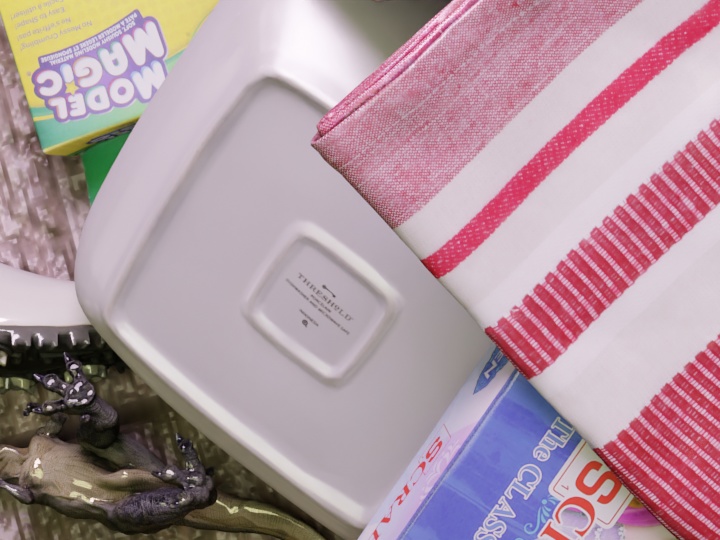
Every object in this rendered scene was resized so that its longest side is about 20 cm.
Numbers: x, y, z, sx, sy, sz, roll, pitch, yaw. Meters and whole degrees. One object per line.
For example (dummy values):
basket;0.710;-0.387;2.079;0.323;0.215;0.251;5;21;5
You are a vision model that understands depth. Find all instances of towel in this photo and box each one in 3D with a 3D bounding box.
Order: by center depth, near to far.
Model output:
towel;0.103;-0.015;0.652;0.144;0.023;0.200;-42;103;3

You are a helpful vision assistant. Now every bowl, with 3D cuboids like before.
bowl;0.000;0.000;0.770;0.200;0.075;0.200;39;122;2

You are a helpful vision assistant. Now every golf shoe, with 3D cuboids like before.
golf shoe;-0.179;-0.001;0.862;0.200;0.077;0.088;6;75;4

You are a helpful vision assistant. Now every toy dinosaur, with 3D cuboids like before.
toy dinosaur;-0.086;0.081;0.844;0.200;0.088;0.048;15;60;10

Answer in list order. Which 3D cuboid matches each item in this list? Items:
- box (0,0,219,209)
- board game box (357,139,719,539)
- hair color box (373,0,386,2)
box;-0.088;-0.130;0.854;0.117;0.048;0.200;-19;89;11
board game box;0.117;0.091;0.708;0.199;0.041;0.200;32;97;-12
hair color box;0.013;-0.153;0.736;0.111;0.200;0.064;-12;119;-20
